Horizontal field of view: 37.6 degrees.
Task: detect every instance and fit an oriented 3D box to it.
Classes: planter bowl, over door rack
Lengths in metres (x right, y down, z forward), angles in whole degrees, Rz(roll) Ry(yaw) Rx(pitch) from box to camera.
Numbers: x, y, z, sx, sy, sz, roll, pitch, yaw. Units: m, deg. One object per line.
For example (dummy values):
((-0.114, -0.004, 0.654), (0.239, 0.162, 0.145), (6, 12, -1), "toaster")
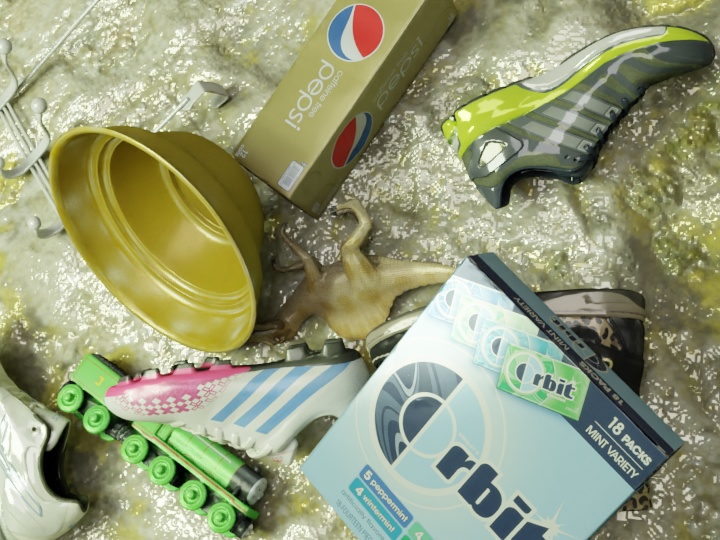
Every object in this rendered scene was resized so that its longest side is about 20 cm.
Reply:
((-0.133, -0.041, 0.799), (0.199, 0.202, 0.083), (29, 52, 20), "planter bowl")
((-0.232, -0.146, 0.882), (0.199, 0.067, 0.148), (-37, 72, 7), "over door rack")

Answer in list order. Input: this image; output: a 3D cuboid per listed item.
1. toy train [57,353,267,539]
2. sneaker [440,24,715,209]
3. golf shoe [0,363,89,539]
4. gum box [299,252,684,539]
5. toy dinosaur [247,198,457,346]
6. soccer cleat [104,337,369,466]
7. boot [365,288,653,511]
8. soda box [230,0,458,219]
((-0.152, 0.133, 0.818), (0.199, 0.042, 0.057), (32, 79, 20), "toy train")
((0.161, -0.109, 0.761), (0.198, 0.074, 0.082), (-24, 80, 19), "sneaker")
((-0.272, 0.119, 0.838), (0.096, 0.078, 0.202), (-23, 83, 12), "golf shoe")
((0.076, 0.120, 0.682), (0.170, 0.044, 0.201), (46, 115, 20), "gum box")
((0.000, 0.000, 0.799), (0.198, 0.058, 0.102), (-17, 89, 21), "toy dinosaur")
((-0.089, 0.105, 0.776), (0.197, 0.070, 0.088), (-8, 89, 4), "soccer cleat")
((0.104, 0.097, 0.732), (0.197, 0.073, 0.153), (-7, 77, 10), "boot")
((-0.010, -0.144, 0.814), (0.064, 0.068, 0.201), (35, 91, 20), "soda box")
